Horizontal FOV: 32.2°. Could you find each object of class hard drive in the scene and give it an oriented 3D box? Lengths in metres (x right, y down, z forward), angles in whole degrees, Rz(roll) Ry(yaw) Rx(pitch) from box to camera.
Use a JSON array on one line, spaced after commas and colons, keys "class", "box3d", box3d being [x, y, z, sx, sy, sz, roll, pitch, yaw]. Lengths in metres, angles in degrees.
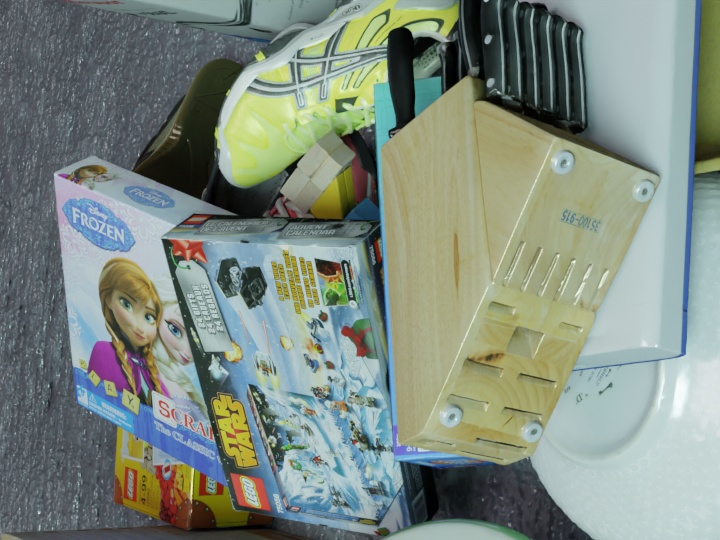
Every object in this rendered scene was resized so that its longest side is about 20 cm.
[{"class": "hard drive", "box3d": [0.103, -0.052, 0.596, 0.132, 0.025, 0.200, -15, 64, 54]}]

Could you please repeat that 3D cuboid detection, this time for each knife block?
[{"class": "knife block", "box3d": [0.048, -0.034, 0.589, 0.176, 0.064, 0.200, 39, 110, 57]}]

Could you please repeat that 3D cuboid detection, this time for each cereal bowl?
[{"class": "cereal bowl", "box3d": [0.141, 0.048, 0.609, 0.200, 0.083, 0.200, -7, 81, 56]}]

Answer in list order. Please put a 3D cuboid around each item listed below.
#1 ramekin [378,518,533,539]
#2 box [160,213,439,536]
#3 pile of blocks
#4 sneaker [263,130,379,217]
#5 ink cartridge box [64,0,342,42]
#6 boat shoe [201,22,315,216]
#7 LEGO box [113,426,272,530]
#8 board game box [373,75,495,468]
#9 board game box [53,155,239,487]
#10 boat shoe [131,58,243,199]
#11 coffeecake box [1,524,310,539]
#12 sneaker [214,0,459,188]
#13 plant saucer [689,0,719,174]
[{"class": "ramekin", "box3d": [0.051, 0.224, 0.626, 0.200, 0.098, 0.200, -21, 45, 23]}, {"class": "box", "box3d": [-0.035, 0.064, 0.758, 0.137, 0.040, 0.200, 4, 118, 29]}, {"class": "pile of blocks", "box3d": [0.000, 0.000, 0.825, 0.082, 0.062, 0.200, 9, 120, 21]}, {"class": "sneaker", "box3d": [-0.052, -0.011, 0.889, 0.074, 0.087, 0.200, 51, 127, 45]}, {"class": "ink cartridge box", "box3d": [-0.124, -0.227, 0.934, 0.146, 0.200, 0.084, 19, 102, 56]}, {"class": "boat shoe", "box3d": [-0.068, -0.092, 0.938, 0.060, 0.076, 0.200, -62, -4, -50]}, {"class": "LEGO box", "box3d": [-0.134, 0.099, 1.022, 0.149, 0.077, 0.200, -1, 86, 56]}, {"class": "board game box", "box3d": [0.046, 0.009, 0.710, 0.045, 0.152, 0.200, -6, 79, 11]}, {"class": "board game box", "box3d": [-0.125, 0.042, 0.871, 0.200, 0.041, 0.200, 21, 125, 31]}, {"class": "boat shoe", "box3d": [-0.151, -0.083, 1.048, 0.201, 0.072, 0.066, -63, 10, -13]}, {"class": "coffeecake box", "box3d": [-0.141, 0.230, 0.906, 0.153, 0.200, 0.073, -5, 82, 57]}, {"class": "sneaker", "box3d": [-0.014, -0.120, 0.814, 0.200, 0.075, 0.076, -41, 53, 12]}, {"class": "plant saucer", "box3d": [0.146, -0.131, 0.633, 0.200, 0.048, 0.200, -7, 71, 57]}]
